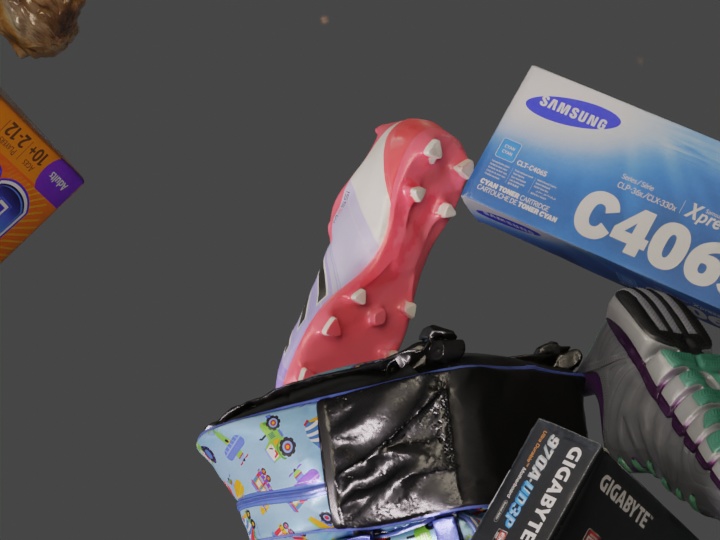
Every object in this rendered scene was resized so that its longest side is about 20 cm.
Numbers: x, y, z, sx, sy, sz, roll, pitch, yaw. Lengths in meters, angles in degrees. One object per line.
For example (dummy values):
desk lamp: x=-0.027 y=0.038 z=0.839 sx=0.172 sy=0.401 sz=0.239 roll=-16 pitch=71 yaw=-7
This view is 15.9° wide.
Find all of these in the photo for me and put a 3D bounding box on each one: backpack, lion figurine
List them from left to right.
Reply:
lion figurine: x=-0.167 y=-0.232 z=1.695 sx=0.200 sy=0.072 sz=0.123 roll=-33 pitch=70 yaw=-1
backpack: x=0.016 y=0.118 z=1.441 sx=0.200 sy=0.182 sz=0.135 roll=-15 pitch=78 yaw=29

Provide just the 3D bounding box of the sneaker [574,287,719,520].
sneaker: x=0.185 y=0.103 z=1.440 sx=0.088 sy=0.074 sz=0.200 roll=-57 pitch=42 yaw=29

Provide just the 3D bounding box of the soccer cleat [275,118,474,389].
soccer cleat: x=0.000 y=0.000 z=1.561 sx=0.076 sy=0.067 sz=0.200 roll=18 pitch=80 yaw=56

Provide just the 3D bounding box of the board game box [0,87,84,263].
board game box: x=-0.337 y=-0.086 z=1.621 sx=0.200 sy=0.200 sz=0.200 roll=-44 pitch=62 yaw=-2

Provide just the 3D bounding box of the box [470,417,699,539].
box: x=0.111 y=0.189 z=1.364 sx=0.046 sy=0.200 sz=0.159 roll=23 pitch=77 yaw=37

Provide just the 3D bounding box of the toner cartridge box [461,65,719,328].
toner cartridge box: x=0.168 y=-0.040 z=1.522 sx=0.200 sy=0.043 sz=0.095 roll=24 pitch=78 yaw=25
